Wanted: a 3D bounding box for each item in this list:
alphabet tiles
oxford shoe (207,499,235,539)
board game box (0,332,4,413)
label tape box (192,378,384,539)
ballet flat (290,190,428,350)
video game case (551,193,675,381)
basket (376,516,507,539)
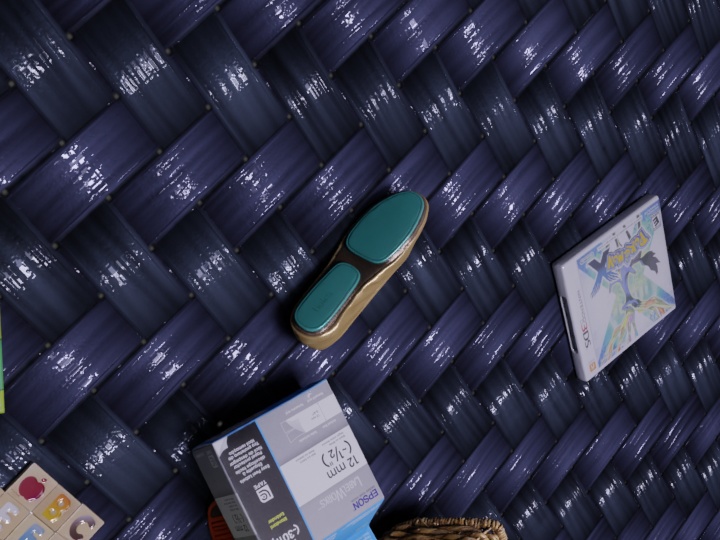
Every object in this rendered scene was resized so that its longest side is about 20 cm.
[{"bbox_3d":[-0.329,0.273,0.832,0.200,0.006,0.167,-47,125,-18],"label":"alphabet tiles"},{"bbox_3d":[-0.090,0.296,0.997,0.201,0.071,0.073,58,33,-25],"label":"oxford shoe"},{"bbox_3d":[-0.337,0.019,0.732,0.101,0.047,0.202,-7,106,-35],"label":"board game box"},{"bbox_3d":[-0.056,0.230,0.933,0.143,0.066,0.201,-25,86,-35],"label":"label tape box"},{"bbox_3d":[0.000,0.000,0.986,0.200,0.068,0.063,-47,153,-15],"label":"ballet flat"},{"bbox_3d":[0.346,0.022,1.270,0.199,0.022,0.183,-33,120,-27],"label":"video game case"},{"bbox_3d":[0.090,0.381,1.094,0.149,0.142,0.201,-32,117,-29],"label":"basket"}]
